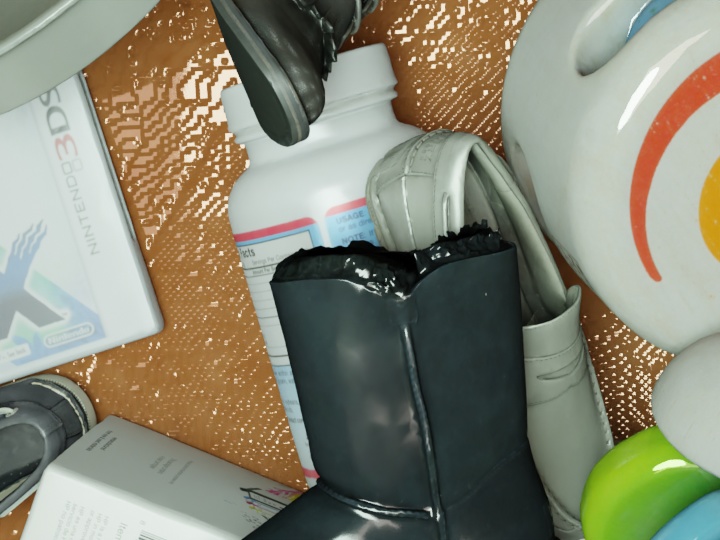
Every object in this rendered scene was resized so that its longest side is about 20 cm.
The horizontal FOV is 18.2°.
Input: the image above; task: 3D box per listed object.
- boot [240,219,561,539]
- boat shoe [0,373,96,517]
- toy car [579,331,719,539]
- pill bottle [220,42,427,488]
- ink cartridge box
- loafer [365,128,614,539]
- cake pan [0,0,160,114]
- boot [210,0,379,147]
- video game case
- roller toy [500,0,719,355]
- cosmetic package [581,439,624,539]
[{"bbox_3d":[-0.017,0.076,0.944,0.199,0.076,0.169,-14,99,-3],"label":"boot"},{"bbox_3d":[-0.227,0.112,1.119,0.199,0.063,0.073,-26,96,10],"label":"boat shoe"},{"bbox_3d":[0.188,0.136,0.948,0.198,0.150,0.176,16,125,1],"label":"toy car"},{"bbox_3d":[0.000,0.000,1.064,0.108,0.109,0.202,-15,94,7],"label":"pill bottle"},{"bbox_3d":[-0.067,0.181,1.071,0.199,0.145,0.148,22,97,3],"label":"ink cartridge box"},{"bbox_3d":[0.069,0.031,0.999,0.070,0.070,0.201,-37,105,-34],"label":"loafer"},{"bbox_3d":[-0.145,-0.141,1.030,0.200,0.201,0.037,-34,121,8],"label":"cake pan"},{"bbox_3d":[0.018,-0.146,1.003,0.173,0.201,0.070,-19,127,3],"label":"boot"},{"bbox_3d":[-0.219,-0.027,1.125,0.199,0.022,0.184,-18,94,7],"label":"video game case"},{"bbox_3d":[0.163,-0.056,1.001,0.181,0.140,0.201,5,112,-18],"label":"roller toy"},{"bbox_3d":[0.172,0.141,1.082,0.198,0.073,0.104,6,97,5],"label":"cosmetic package"}]
